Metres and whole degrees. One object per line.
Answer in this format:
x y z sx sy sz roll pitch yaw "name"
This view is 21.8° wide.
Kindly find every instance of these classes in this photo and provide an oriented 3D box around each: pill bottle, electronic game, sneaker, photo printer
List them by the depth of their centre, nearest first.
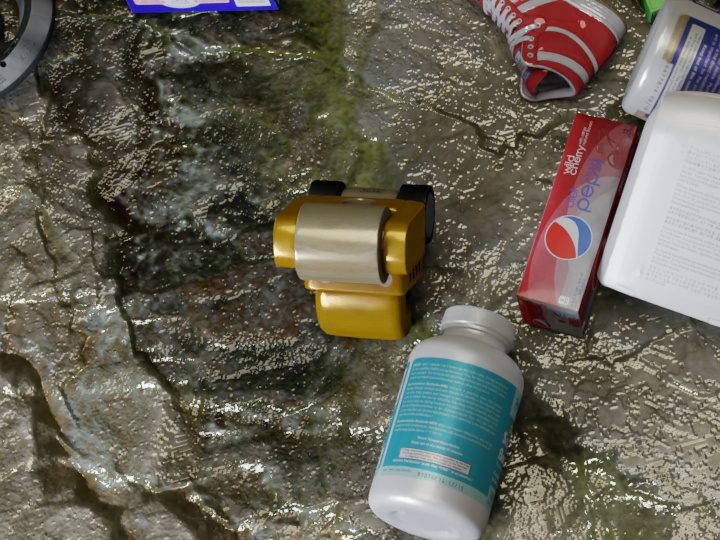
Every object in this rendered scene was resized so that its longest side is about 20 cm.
0.084 0.136 1.697 0.110 0.111 0.202 12 69 15 "pill bottle"
0.320 -0.058 1.699 0.165 0.069 0.202 19 112 9 "photo printer"
0.358 -0.168 1.760 0.198 0.120 0.120 24 71 3 "pill bottle"
0.155 -0.245 1.880 0.199 0.071 0.113 27 70 18 "sneaker"
-0.419 -0.255 2.006 0.198 0.042 0.202 -8 60 14 "electronic game"

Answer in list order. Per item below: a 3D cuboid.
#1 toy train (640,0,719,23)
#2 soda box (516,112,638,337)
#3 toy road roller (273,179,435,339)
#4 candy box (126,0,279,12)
0.371 -0.302 1.885 0.198 0.042 0.057 -19 73 1 "toy train"
0.208 -0.044 1.779 0.063 0.070 0.202 14 69 17 "soda box"
0.000 0.000 1.739 0.122 0.200 0.148 3 102 13 "toy road roller"
-0.163 -0.379 1.997 0.167 0.077 0.202 1 67 12 "candy box"
